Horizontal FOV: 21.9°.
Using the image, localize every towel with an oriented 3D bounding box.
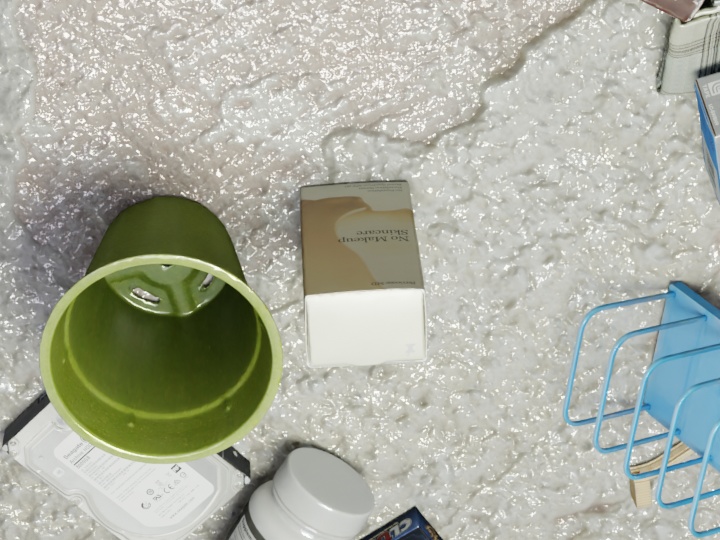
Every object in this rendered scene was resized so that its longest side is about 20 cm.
[{"bbox_3d":[0.346,-0.202,1.539,0.191,0.035,0.200,-9,160,1],"label":"towel"}]

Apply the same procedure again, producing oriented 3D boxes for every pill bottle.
[{"bbox_3d":[-0.075,0.275,1.785,0.113,0.114,0.200,25,113,-17],"label":"pill bottle"}]

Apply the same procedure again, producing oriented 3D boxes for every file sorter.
[{"bbox_3d":[0.291,0.126,1.664,0.122,0.200,0.139,-11,123,-30],"label":"file sorter"}]

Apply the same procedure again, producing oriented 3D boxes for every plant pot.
[{"bbox_3d":[-0.168,0.030,1.603,0.199,0.190,0.201,-2,119,-3],"label":"plant pot"}]

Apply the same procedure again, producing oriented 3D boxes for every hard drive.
[{"bbox_3d":[-0.221,0.177,1.766,0.140,0.038,0.200,-41,113,16],"label":"hard drive"}]

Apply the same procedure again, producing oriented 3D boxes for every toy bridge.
[{"bbox_3d":[0.362,0.183,1.817,0.199,0.027,0.068,-10,117,1],"label":"toy bridge"}]

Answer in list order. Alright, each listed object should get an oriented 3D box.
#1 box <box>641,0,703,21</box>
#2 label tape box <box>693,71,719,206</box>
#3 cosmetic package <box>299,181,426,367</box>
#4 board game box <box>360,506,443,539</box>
[{"bbox_3d":[0.206,-0.325,1.432,0.163,0.200,0.166,22,115,-15],"label":"box"},{"bbox_3d":[0.393,-0.133,1.592,0.199,0.064,0.144,-17,151,6],"label":"label tape box"},{"bbox_3d":[0.000,0.000,1.593,0.105,0.200,0.071,-4,119,-3],"label":"cosmetic package"},{"bbox_3d":[0.056,0.346,1.878,0.135,0.035,0.200,-33,116,13],"label":"board game box"}]
